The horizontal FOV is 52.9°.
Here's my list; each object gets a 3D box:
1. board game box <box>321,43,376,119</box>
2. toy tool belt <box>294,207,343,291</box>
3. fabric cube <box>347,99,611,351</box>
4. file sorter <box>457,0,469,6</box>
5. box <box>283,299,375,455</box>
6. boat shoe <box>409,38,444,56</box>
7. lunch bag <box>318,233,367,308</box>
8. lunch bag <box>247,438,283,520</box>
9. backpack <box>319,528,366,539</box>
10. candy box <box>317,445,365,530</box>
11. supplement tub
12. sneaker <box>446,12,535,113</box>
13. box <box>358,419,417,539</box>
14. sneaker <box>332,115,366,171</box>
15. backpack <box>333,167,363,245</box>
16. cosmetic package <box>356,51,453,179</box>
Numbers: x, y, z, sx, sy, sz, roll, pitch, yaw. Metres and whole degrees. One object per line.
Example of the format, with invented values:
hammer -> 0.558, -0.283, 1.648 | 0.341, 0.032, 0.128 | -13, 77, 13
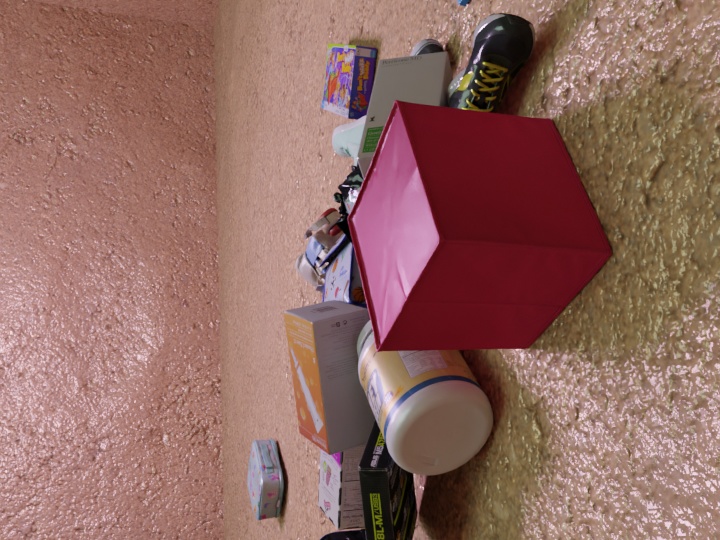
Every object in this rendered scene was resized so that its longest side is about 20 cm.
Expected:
board game box -> -0.027, -0.387, 1.471 | 0.200, 0.044, 0.138 | -136, 51, -65
toy tool belt -> -0.047, -0.021, 1.429 | 0.123, 0.124, 0.201 | 50, 148, 16
fabric cube -> 0.116, -0.041, 0.808 | 0.201, 0.195, 0.199 | 116, 148, -49
file sorter -> 0.121, -0.481, 0.948 | 0.200, 0.120, 0.142 | 130, 137, -60
box -> -0.043, 0.160, 1.121 | 0.124, 0.096, 0.205 | 8, 107, 63
boat shoe -> 0.086, -0.251, 1.118 | 0.067, 0.069, 0.202 | -109, 35, -47
lunch bag -> 0.000, 0.000, 1.255 | 0.170, 0.121, 0.204 | 135, 144, -60
lunch bag -> -0.260, 0.574, 2.002 | 0.201, 0.075, 0.163 | -122, 40, -57
backpack -> -0.002, 0.514, 1.119 | 0.201, 0.179, 0.150 | -114, 33, -61
candy box -> -0.034, 0.376, 1.398 | 0.136, 0.060, 0.205 | -171, 84, -70
supplement tub -> 0.078, 0.155, 0.976 | 0.201, 0.141, 0.147 | -118, 35, -54
sneaker -> 0.156, -0.225, 0.882 | 0.201, 0.073, 0.086 | 115, 168, -66
box -> 0.043, 0.316, 1.025 | 0.200, 0.046, 0.198 | -57, -36, -70
sneaker -> -0.010, -0.210, 1.355 | 0.200, 0.072, 0.121 | 172, 106, -68
backpack -> 0.062, -0.053, 1.031 | 0.127, 0.163, 0.204 | 118, 137, -70
cosmetic package -> 0.067, -0.196, 0.981 | 0.085, 0.105, 0.203 | 66, -154, -49
